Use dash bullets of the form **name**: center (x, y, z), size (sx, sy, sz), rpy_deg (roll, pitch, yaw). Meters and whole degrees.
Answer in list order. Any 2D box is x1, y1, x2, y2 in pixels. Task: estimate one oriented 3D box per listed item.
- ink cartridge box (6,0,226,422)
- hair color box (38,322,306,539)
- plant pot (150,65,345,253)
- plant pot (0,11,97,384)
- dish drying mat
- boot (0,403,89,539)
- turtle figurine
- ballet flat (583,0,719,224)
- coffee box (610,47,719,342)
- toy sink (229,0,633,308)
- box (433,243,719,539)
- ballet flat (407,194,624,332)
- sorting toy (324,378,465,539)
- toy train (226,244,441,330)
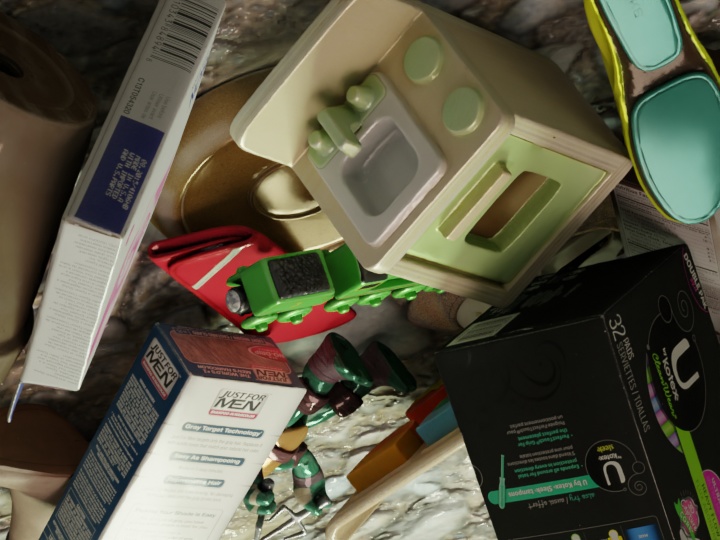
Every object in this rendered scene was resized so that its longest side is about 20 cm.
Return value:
- **ink cartridge box**: center (-0.141, -0.034, 1.569), size (0.043, 0.197, 0.200), rpy_deg (20, 140, -2)
- **hair color box**: center (-0.130, 0.134, 1.847), size (0.100, 0.061, 0.200), rpy_deg (9, 123, -39)
- **plant pot**: center (-0.041, -0.060, 1.723), size (0.200, 0.028, 0.200), rpy_deg (-12, 147, -8)
- **plant pot**: center (-0.241, -0.052, 1.521), size (0.200, 0.200, 0.174), rpy_deg (17, 119, -41)
- **dish drying mat**: center (-0.069, 0.012, 1.786), size (0.077, 0.018, 0.200), rpy_deg (-14, 159, 14)
- **boot**: center (-0.222, 0.165, 1.926), size (0.200, 0.070, 0.146), rpy_deg (-1, 135, -37)
- **turtle figurine**: center (-0.058, 0.129, 1.928), size (0.200, 0.101, 0.150), rpy_deg (-46, 171, 18)
- **ballet flat**: center (0.175, -0.124, 1.627), size (0.067, 0.067, 0.200), rpy_deg (-22, 118, 1)
- **coffee box**: center (0.230, -0.043, 1.772), size (0.080, 0.114, 0.200), rpy_deg (20, 156, 23)
- **toy sink**: center (0.045, -0.070, 1.625), size (0.200, 0.112, 0.130), rpy_deg (18, 119, -49)
- **box**: center (0.156, 0.108, 1.695), size (0.124, 0.200, 0.149), rpy_deg (-14, -168, 31)
- **ballet flat**: center (0.113, 0.004, 1.849), size (0.200, 0.067, 0.068), rpy_deg (-36, 142, 28)
- **sorting toy**: center (0.067, 0.096, 1.907), size (0.200, 0.036, 0.185), rpy_deg (-42, -179, 36)
- **toy train**: center (0.000, 0.000, 1.726), size (0.200, 0.042, 0.056), rpy_deg (-11, 167, -43)
